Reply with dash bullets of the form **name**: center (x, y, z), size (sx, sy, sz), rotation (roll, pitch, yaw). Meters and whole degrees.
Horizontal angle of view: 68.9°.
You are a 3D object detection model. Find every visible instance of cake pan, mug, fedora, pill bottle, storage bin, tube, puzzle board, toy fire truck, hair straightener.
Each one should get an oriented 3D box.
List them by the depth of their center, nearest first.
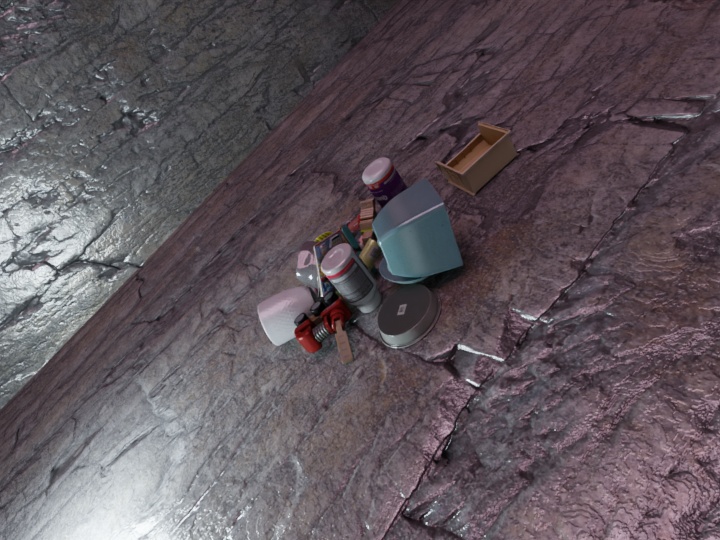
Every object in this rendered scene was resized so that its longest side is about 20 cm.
- **cake pan**: center (0.125, 0.116, 1.427), size (0.197, 0.037, 0.203), rotation (-28, 34, 21)
- **toy fire truck**: center (-0.097, 0.188, 1.524), size (0.174, 0.130, 0.201), rotation (-35, 22, 9)
- **pill bottle**: center (-0.020, 0.028, 1.532), size (0.109, 0.201, 0.112), rotation (-26, 33, 19)
- **puzzle board**: center (-0.086, -0.026, 1.598), size (0.017, 0.155, 0.200), rotation (-2, 17, 21)
- **tube**: center (0.000, 0.000, 1.623), size (0.058, 0.051, 0.204), rotation (28, 91, 47)
- **fedora**: center (-0.152, -0.020, 1.645), size (0.087, 0.180, 0.203), rotation (9, 45, 2)
- **storage bin**: center (0.369, -0.365, 1.687), size (0.199, 0.094, 0.199), rotation (-42, 32, 0)
- **mug**: center (-0.216, 0.131, 1.696), size (0.172, 0.151, 0.200), rotation (-27, 3, 4)
- **pill bottle**: center (0.098, -0.270, 1.762), size (0.110, 0.201, 0.114), rotation (-26, 33, 20)
- **hair straightener**: center (-0.023, -0.161, 1.865), size (0.200, 0.041, 0.078), rotation (-43, 11, 53)

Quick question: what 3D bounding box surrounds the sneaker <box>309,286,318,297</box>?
- **sneaker**: center (-0.119, -0.004, 1.800), size (0.111, 0.071, 0.203), rotation (-32, 40, 21)

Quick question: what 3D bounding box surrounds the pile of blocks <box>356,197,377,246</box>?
- **pile of blocks**: center (0.021, -0.149, 1.736), size (0.060, 0.083, 0.205), rotation (-8, 57, 16)

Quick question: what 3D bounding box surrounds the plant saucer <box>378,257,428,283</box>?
- **plant saucer**: center (0.151, -0.013, 1.521), size (0.195, 0.039, 0.203), rotation (-14, 31, 8)

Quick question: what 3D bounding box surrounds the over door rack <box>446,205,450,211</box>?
- **over door rack**: center (0.170, -0.164, 1.686), size (0.200, 0.067, 0.147), rotation (-46, 33, -6)

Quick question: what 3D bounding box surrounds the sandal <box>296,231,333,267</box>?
- **sandal**: center (-0.168, -0.068, 1.930), size (0.200, 0.080, 0.087), rotation (-45, 18, -13)

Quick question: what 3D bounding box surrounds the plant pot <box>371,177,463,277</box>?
- **plant pot**: center (0.143, -0.099, 1.444), size (0.195, 0.200, 0.197), rotation (-22, 30, 4)

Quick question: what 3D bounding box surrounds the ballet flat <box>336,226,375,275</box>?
- **ballet flat**: center (-0.021, -0.050, 1.700), size (0.070, 0.071, 0.202), rotation (-36, 74, 5)

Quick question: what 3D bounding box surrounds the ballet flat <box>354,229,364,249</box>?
- **ballet flat**: center (0.021, -0.106, 1.777), size (0.073, 0.074, 0.203), rotation (-5, 48, 43)
